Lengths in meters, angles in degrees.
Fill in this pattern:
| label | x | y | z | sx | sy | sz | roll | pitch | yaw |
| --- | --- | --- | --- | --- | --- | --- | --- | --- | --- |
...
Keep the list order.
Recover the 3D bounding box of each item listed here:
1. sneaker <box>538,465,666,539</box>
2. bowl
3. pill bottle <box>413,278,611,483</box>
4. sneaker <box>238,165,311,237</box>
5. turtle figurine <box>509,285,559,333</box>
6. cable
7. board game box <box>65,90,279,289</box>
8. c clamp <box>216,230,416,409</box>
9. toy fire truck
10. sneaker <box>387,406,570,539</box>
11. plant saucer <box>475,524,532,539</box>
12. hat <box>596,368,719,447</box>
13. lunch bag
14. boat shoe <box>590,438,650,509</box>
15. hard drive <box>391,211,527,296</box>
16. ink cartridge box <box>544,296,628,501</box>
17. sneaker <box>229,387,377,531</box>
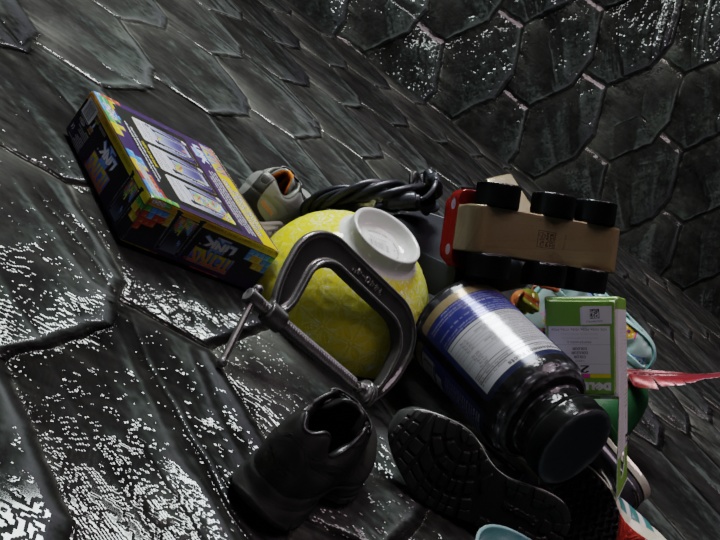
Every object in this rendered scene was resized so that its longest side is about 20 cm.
| label | x | y | z | sx | sy | sz | roll | pitch | yaw |
| --- | --- | --- | --- | --- | --- | --- | --- | --- | --- |
| sneaker | 0.265 | 0.276 | 1.123 | 0.200 | 0.070 | 0.093 | 43 | -1 | 19 |
| bowl | 0.000 | 0.000 | 1.099 | 0.199 | 0.108 | 0.201 | 26 | 33 | -18 |
| pill bottle | 0.143 | 0.106 | 1.026 | 0.111 | 0.112 | 0.200 | 22 | 19 | -45 |
| sneaker | -0.090 | -0.083 | 1.258 | 0.074 | 0.080 | 0.200 | 38 | 14 | 9 |
| turtle figurine | 0.153 | 0.077 | 1.210 | 0.064 | 0.162 | 0.200 | 38 | 16 | -3 |
| cable | 0.011 | -0.076 | 1.225 | 0.200 | 0.162 | 0.051 | -154 | -127 | -87 |
| board game box | -0.191 | -0.080 | 1.073 | 0.165 | 0.057 | 0.200 | 26 | 20 | -44 |
| c clamp | -0.030 | 0.058 | 0.984 | 0.200 | 0.172 | 0.027 | 37 | -30 | -31 |
| toy fire truck | 0.161 | -0.051 | 1.157 | 0.175 | 0.130 | 0.200 | 7 | 0 | -20 |
| sneaker | 0.097 | 0.188 | 0.989 | 0.200 | 0.076 | 0.088 | 38 | 1 | -18 |
| plant saucer | 0.158 | 0.292 | 0.858 | 0.200 | 0.036 | 0.200 | 38 | 12 | -10 |
| hat | 0.329 | 0.133 | 1.313 | 0.200 | 0.176 | 0.166 | 46 | -15 | 26 |
| lunch bag | 0.303 | 0.097 | 1.488 | 0.200 | 0.161 | 0.077 | 42 | 16 | 9 |
| boat shoe | 0.246 | 0.204 | 1.242 | 0.200 | 0.063 | 0.073 | 47 | -24 | 18 |
| hard drive | 0.086 | -0.022 | 1.242 | 0.134 | 0.043 | 0.200 | -9 | 25 | -35 |
| ink cartridge box | 0.239 | 0.128 | 1.120 | 0.075 | 0.202 | 0.148 | -1 | -3 | 17 |
| sneaker | -0.020 | 0.132 | 0.816 | 0.076 | 0.091 | 0.200 | 39 | 15 | 10 |
